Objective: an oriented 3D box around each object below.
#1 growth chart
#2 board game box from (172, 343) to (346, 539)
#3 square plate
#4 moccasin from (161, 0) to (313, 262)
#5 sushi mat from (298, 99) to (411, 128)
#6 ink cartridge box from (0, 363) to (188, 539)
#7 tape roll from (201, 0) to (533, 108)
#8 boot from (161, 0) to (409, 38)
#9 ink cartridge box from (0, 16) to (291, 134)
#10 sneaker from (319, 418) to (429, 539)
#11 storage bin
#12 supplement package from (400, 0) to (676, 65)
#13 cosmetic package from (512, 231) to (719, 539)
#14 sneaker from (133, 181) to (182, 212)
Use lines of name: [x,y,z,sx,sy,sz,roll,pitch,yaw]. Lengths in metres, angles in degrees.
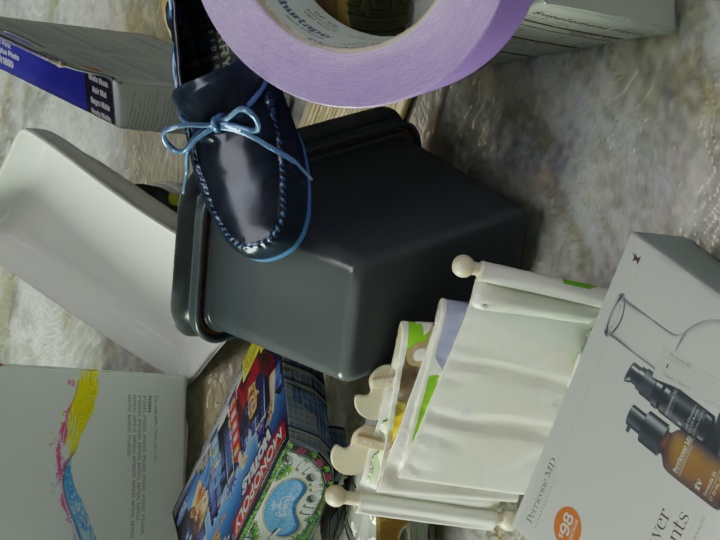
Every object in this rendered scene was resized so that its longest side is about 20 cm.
growth chart: [0.070,0.078,1.512,0.018,0.144,0.200,-103,35,-58]
board game box: [-0.060,0.159,1.639,0.200,0.061,0.200,-99,29,-53]
square plate: [-0.171,-0.012,1.755,0.028,0.200,0.198,-59,6,-29]
moccasin: [-0.086,-0.100,1.479,0.080,0.068,0.201,-25,67,13]
sushi mat: [-0.002,-0.116,1.707,0.096,0.012,0.201,40,117,45]
ink cartridge box: [-0.243,0.143,1.813,0.145,0.199,0.145,-9,79,56]
tape roll: [0.003,-0.195,1.421,0.199,0.066,0.201,5,102,23]
boot: [-0.049,-0.219,1.554,0.200,0.066,0.176,11,95,52]
ink cartridge box: [-0.184,-0.139,1.781,0.199,0.199,0.041,27,106,48]
sneaker: [0.008,0.146,1.621,0.088,0.075,0.201,15,95,54]
storage bin: [0.000,0.000,1.559,0.134,0.200,0.146,28,122,38]
supplement package: [0.083,-0.196,1.533,0.200,0.117,0.117,-7,80,49]
cosmetic package: [0.181,0.100,1.440,0.151,0.052,0.201,40,116,47]
sneaker: [-0.128,-0.019,1.790,0.200,0.084,0.075,16,99,49]
